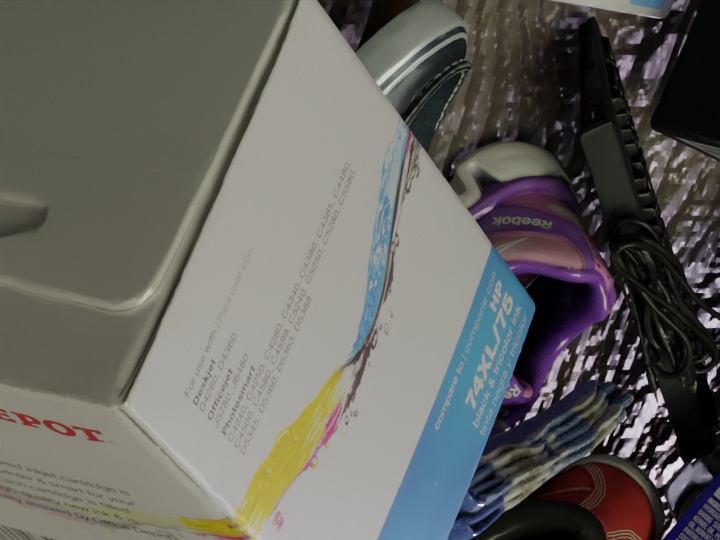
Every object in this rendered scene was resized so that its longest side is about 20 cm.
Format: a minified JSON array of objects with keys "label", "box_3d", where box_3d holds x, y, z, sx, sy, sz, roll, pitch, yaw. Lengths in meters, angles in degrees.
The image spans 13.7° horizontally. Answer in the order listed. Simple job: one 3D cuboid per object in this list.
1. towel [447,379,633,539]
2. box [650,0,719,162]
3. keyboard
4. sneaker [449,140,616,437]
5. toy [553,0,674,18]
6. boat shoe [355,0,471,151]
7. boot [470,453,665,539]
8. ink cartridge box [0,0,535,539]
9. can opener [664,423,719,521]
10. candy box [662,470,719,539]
[{"label":"towel","box_3d":[0.018,0.098,1.159,0.147,0.024,0.200,-31,177,23]},{"label":"box","box_3d":[0.230,-0.084,1.220,0.200,0.079,0.141,23,87,-41]},{"label":"keyboard","box_3d":[0.128,-0.002,1.212,0.040,0.104,0.200,-11,133,14]},{"label":"sneaker","box_3d":[0.022,0.040,1.181,0.200,0.088,0.080,-43,135,0]},{"label":"toy","box_3d":[0.074,-0.149,1.114,0.200,0.047,0.115,7,117,-36]},{"label":"boat shoe","box_3d":[0.000,0.000,1.125,0.200,0.091,0.071,-54,165,15]},{"label":"boot","box_3d":[0.023,0.147,1.199,0.200,0.072,0.144,-37,174,17]},{"label":"ink cartridge box","box_3d":[-0.063,0.014,0.952,0.200,0.147,0.146,52,56,-52]},{"label":"can opener","box_3d":[0.215,0.048,1.328,0.200,0.067,0.053,-48,133,3]},{"label":"candy box","box_3d":[0.212,0.105,1.251,0.200,0.077,0.169,-50,150,0]}]
